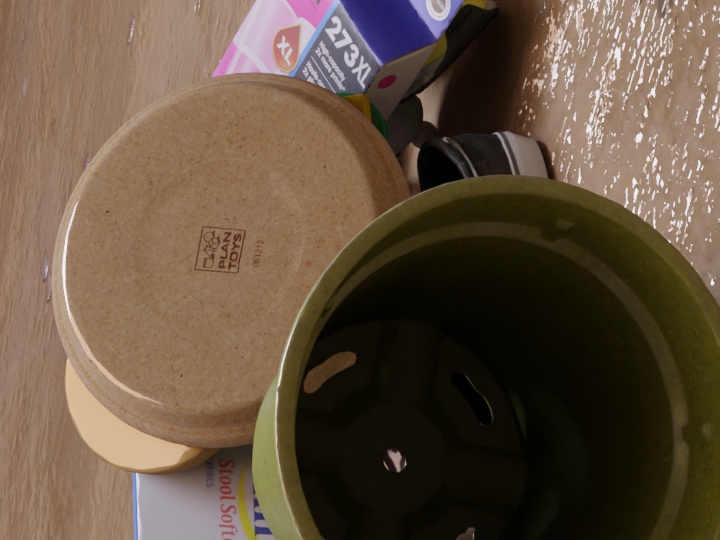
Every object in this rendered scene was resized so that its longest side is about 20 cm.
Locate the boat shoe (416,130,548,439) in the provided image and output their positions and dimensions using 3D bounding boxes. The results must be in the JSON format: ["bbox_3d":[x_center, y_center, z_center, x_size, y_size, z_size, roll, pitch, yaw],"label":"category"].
[{"bbox_3d":[0.067,0.011,1.377,0.200,0.057,0.069,-101,23,-44],"label":"boat shoe"}]

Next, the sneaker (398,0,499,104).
[{"bbox_3d":[-0.002,-0.148,1.532,0.078,0.090,0.200,-45,26,-15],"label":"sneaker"}]

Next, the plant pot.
[{"bbox_3d":[0.037,0.073,1.213,0.184,0.200,0.201,156,118,-72],"label":"plant pot"}]

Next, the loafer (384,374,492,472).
[{"bbox_3d":[0.021,0.026,1.447,0.071,0.073,0.200,-44,72,36],"label":"loafer"}]

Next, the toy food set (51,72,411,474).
[{"bbox_3d":[-0.060,-0.002,1.415,0.049,0.198,0.200,41,-139,-63],"label":"toy food set"}]

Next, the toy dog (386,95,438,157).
[{"bbox_3d":[0.000,0.000,1.597,0.200,0.096,0.132,-54,29,33],"label":"toy dog"}]

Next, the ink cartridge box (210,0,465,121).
[{"bbox_3d":[-0.021,-0.108,1.492,0.095,0.037,0.200,59,136,24],"label":"ink cartridge box"}]

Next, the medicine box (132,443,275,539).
[{"bbox_3d":[-0.042,0.202,1.471,0.200,0.103,0.182,64,-161,-59],"label":"medicine box"}]
